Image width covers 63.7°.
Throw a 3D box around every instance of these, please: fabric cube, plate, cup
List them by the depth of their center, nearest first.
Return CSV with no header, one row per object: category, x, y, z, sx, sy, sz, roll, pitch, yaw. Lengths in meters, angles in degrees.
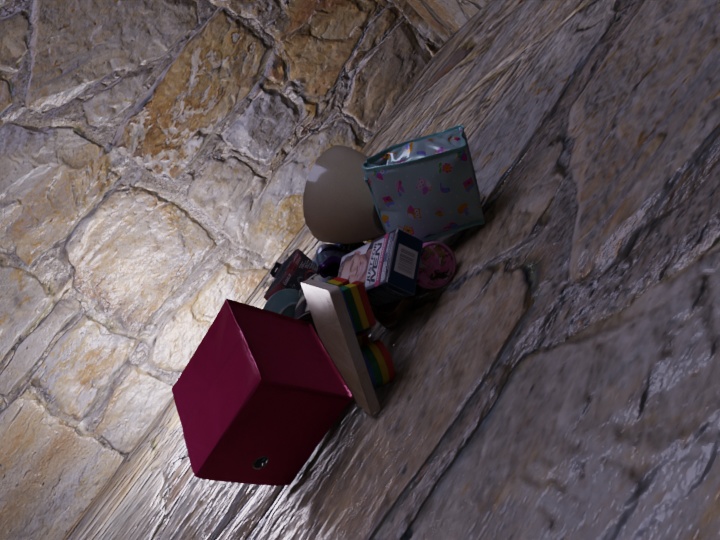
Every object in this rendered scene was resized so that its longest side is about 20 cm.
fabric cube,-0.167,0.205,0.965,0.201,0.194,0.201,-54,43,15
cup,-0.001,-0.140,1.177,0.141,0.202,0.202,19,63,35
plate,-0.149,0.142,1.283,0.025,0.202,0.202,-6,40,36

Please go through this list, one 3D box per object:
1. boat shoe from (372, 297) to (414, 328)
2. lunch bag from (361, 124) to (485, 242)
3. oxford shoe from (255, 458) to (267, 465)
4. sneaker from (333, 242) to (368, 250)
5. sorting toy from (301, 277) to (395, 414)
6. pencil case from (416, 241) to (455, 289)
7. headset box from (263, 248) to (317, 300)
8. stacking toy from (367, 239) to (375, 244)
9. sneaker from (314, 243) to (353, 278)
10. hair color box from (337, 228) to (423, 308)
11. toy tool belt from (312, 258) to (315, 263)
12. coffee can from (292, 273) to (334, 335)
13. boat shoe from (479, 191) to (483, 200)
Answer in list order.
boat shoe,0.037,0.059,1.122,0.076,0.074,0.200,-52,14,-10
lunch bag,0.115,-0.150,1.069,0.196,0.173,0.123,-14,32,15
oxford shoe,-0.147,0.299,1.139,0.202,0.072,0.085,-59,-8,-22
sneaker,-0.024,-0.036,1.370,0.199,0.088,0.080,7,-83,-66
sorting toy,-0.016,0.108,0.961,0.068,0.203,0.199,-21,9,-16
pencil case,0.100,-0.006,1.084,0.199,0.085,0.085,176,101,-72
headset box,-0.139,0.055,1.432,0.075,0.199,0.150,-37,18,34
stacking toy,0.047,-0.029,1.316,0.203,0.114,0.110,-62,6,9
sneaker,0.000,0.000,1.221,0.088,0.195,0.076,-96,12,-56
hair color box,0.025,0.007,1.033,0.199,0.060,0.102,-26,47,57
toy tool belt,-0.101,-0.005,1.560,0.200,0.124,0.124,-43,-19,28
coffee can,-0.069,0.106,1.188,0.146,0.146,0.201,-45,14,17
boat shoe,0.185,-0.149,1.222,0.072,0.059,0.200,-52,14,-10
